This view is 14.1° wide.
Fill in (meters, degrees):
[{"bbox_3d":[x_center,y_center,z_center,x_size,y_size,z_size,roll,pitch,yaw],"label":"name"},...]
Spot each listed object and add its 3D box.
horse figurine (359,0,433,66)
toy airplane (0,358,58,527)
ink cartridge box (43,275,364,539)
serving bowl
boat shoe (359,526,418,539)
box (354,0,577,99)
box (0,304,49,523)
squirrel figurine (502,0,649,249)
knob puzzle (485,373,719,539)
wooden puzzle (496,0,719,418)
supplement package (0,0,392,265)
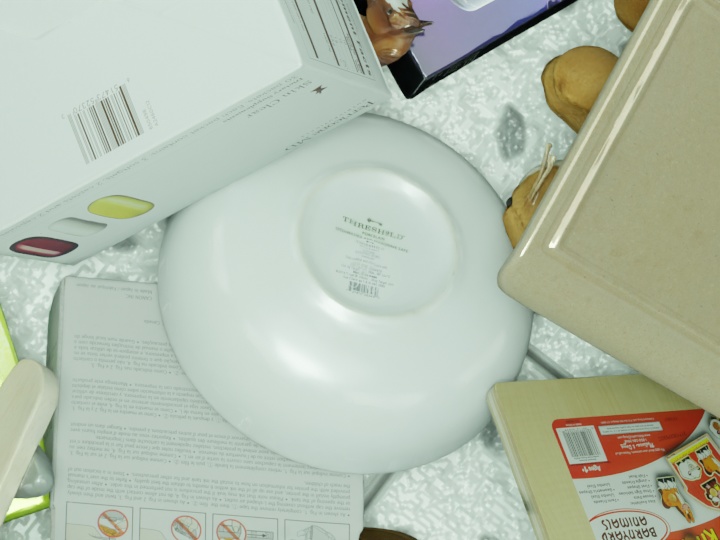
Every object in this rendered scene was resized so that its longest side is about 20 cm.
[{"bbox_3d":[-0.074,-0.120,1.506,0.200,0.050,0.133,-37,91,18],"label":"horse figurine"},{"bbox_3d":[-0.216,0.160,1.400,0.200,0.141,0.199,-23,62,11],"label":"toy airplane"},{"bbox_3d":[-0.080,0.104,1.469,0.161,0.050,0.200,5,65,-11],"label":"ink cartridge box"},{"bbox_3d":[0.000,0.000,1.478,0.200,0.066,0.200,7,64,-14],"label":"serving bowl"},{"bbox_3d":[-0.063,0.172,1.491,0.200,0.072,0.072,2,117,-12],"label":"boat shoe"},{"bbox_3d":[0.038,-0.214,1.530,0.141,0.079,0.200,-31,89,-9],"label":"box"},{"bbox_3d":[-0.265,0.095,1.493,0.200,0.048,0.122,-19,87,-7],"label":"box"},{"bbox_3d":[0.175,-0.045,1.493,0.200,0.142,0.187,33,76,-10],"label":"squirrel figurine"},{"bbox_3d":[0.163,0.147,1.477,0.220,0.030,0.220,19,49,-24],"label":"knob puzzle"},{"bbox_3d":[0.183,-0.039,1.428,0.185,0.037,0.200,30,93,-24],"label":"wooden puzzle"},{"bbox_3d":[-0.115,-0.115,1.427,0.200,0.111,0.156,-27,76,20],"label":"supplement package"}]
